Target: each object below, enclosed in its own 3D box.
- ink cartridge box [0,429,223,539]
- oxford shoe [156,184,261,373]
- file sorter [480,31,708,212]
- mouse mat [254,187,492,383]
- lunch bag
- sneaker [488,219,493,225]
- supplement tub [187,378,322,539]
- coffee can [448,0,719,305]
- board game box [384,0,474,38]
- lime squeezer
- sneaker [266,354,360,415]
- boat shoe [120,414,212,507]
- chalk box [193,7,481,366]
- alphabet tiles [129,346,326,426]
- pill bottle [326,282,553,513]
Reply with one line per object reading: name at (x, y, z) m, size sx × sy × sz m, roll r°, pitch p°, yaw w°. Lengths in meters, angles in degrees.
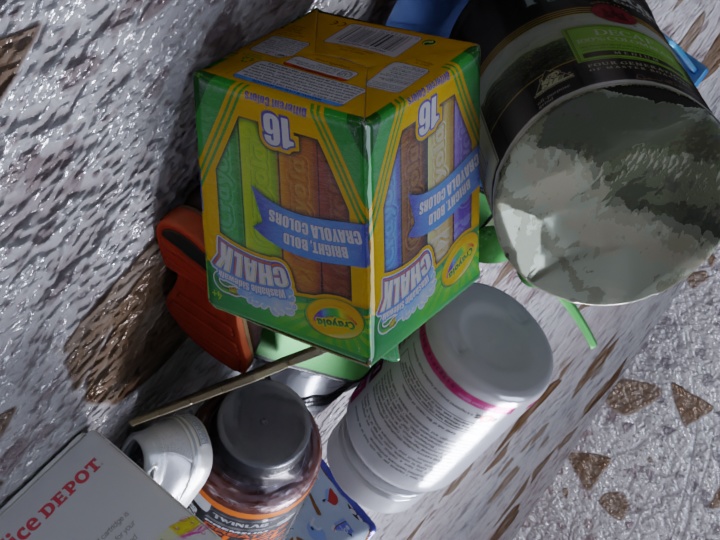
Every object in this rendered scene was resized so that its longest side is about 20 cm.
ink cartridge box at (-0.159, 0.229, 1.161) m, size 0.148 × 0.200 × 0.086 m, roll -43°, pitch 163°, yaw -27°
oxford shoe at (-0.081, 0.004, 1.125) m, size 0.073 × 0.071 × 0.200 m, roll -50°, pitch 165°, yaw -23°
file sorter at (0.157, -0.130, 1.385) m, size 0.200 × 0.139 × 0.123 m, roll -54°, pitch 162°, yaw 7°
mouse mat at (0.000, 0.000, 1.304) m, size 0.161 × 0.008 × 0.200 m, roll 19°, pitch 116°, yaw -43°
lunch bag at (-0.106, 0.289, 1.625) m, size 0.200 × 0.124 × 0.170 m, roll -43°, pitch 169°, yaw 24°
sneaker at (0.141, -0.081, 1.604) m, size 0.090 × 0.067 × 0.200 m, roll -52°, pitch 167°, yaw 31°
supplement tub at (-0.089, 0.154, 1.343) m, size 0.107 × 0.107 × 0.200 m, roll -44°, pitch 169°, yaw -26°
coffee can at (0.138, -0.091, 1.074) m, size 0.146 × 0.146 × 0.200 m, roll -59°, pitch -159°, yaw 24°
board game box at (0.069, -0.171, 1.172) m, size 0.158 × 0.039 × 0.200 m, roll 0°, pitch 131°, yaw -38°
lime squeezer at (0.115, 0.006, 1.326) m, size 0.071 × 0.200 × 0.038 m, roll -69°, pitch -157°, yaw 7°
sneaker at (0.004, 0.036, 1.431) m, size 0.200 × 0.075 × 0.115 m, roll -38°, pitch 163°, yaw -33°
boat shoe at (-0.175, 0.188, 1.291) m, size 0.068 × 0.072 × 0.200 m, roll -5°, pitch 143°, yaw -40°
chalk box at (-0.011, -0.032, 1.013) m, size 0.124 × 0.124 × 0.200 m, roll -36°, pitch 134°, yaw -46°
alphabet tiles at (-0.064, 0.068, 1.215) m, size 0.200 × 0.006 × 0.166 m, roll -22°, pitch 179°, yaw 41°
pill bottle at (0.058, 0.109, 1.402) m, size 0.113 × 0.113 × 0.200 m, roll -35°, pitch 168°, yaw -47°
